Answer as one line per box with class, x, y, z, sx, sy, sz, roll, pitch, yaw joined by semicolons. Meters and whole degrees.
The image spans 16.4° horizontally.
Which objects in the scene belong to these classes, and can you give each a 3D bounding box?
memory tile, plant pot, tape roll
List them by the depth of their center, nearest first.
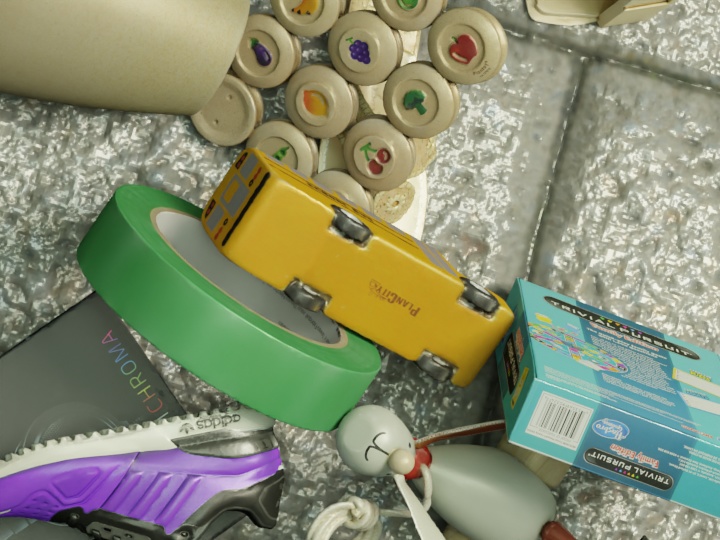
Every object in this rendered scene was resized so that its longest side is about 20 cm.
tape roll;-0.081;0.022;1.565;0.200;0.200;0.048;35;101;-4
plant pot;-0.179;-0.179;1.596;0.200;0.187;0.188;24;81;-19
memory tile;-0.012;-0.125;1.616;0.153;0.017;0.200;43;120;6

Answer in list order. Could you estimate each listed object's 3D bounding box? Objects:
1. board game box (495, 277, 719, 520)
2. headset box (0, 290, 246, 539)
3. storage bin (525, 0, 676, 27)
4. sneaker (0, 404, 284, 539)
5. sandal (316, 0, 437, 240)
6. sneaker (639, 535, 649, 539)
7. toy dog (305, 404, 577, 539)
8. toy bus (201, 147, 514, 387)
board game box;0.166;0.080;1.598;0.151;0.200;0.047;21;106;-6
headset box;-0.201;0.140;1.590;0.200;0.093;0.174;-34;89;-10
storage bin;0.160;-0.272;1.634;0.094;0.200;0.199;-10;86;-12
sneaker;-0.140;0.144;1.515;0.200;0.070;0.100;-11;88;-8
sandal;0.017;-0.103;1.657;0.077;0.070;0.212;3;84;-14
sneaker;0.116;0.235;1.639;0.200;0.080;0.086;-40;80;-16
toy dog;0.072;0.145;1.588;0.200;0.096;0.132;-3;114;-43
toy bus;0.000;0.000;1.605;0.200;0.078;0.065;29;100;-28
